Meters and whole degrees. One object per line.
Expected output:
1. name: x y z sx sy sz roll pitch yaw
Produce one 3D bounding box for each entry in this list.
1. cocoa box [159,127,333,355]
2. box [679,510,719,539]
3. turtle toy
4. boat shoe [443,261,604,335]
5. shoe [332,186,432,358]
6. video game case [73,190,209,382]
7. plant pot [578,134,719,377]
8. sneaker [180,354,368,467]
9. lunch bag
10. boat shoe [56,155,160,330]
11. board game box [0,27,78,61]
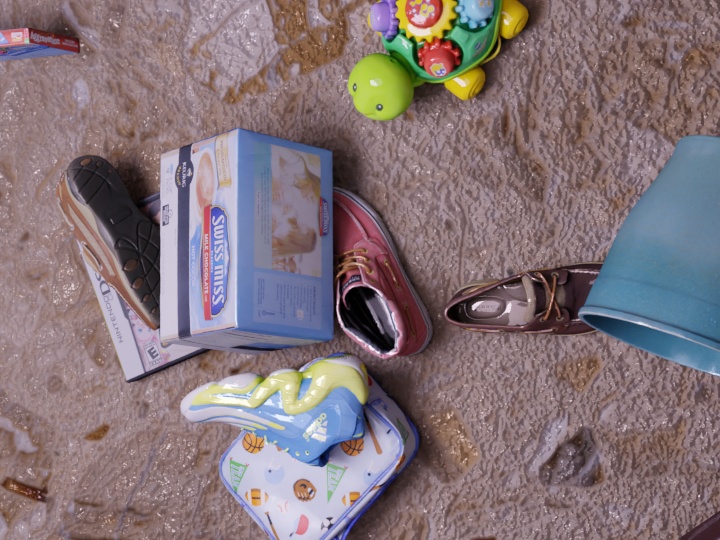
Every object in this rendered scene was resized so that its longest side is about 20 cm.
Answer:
1. cocoa box: -0.114 -0.026 1.475 0.131 0.133 0.202 -12 74 46
2. box: 0.383 0.284 1.303 0.164 0.200 0.167 -38 79 19
3. turtle toy: 0.064 -0.236 1.452 0.145 0.101 0.201 39 105 15
4. boat shoe: 0.178 0.032 1.437 0.198 0.072 0.073 -4 92 21
5. shoe: 0.000 0.000 1.494 0.071 0.091 0.201 -34 81 19
6. video game case: -0.205 0.005 1.608 0.199 0.025 0.182 -23 84 21
7. plant pot: 0.321 -0.014 1.325 0.198 0.200 0.190 18 85 19
8. sneaker: -0.084 0.152 1.462 0.198 0.076 0.106 -13 82 16
9. lunch bag: -0.043 0.199 1.531 0.160 0.075 0.200 45 106 11
10. boat shoe: -0.263 -0.028 1.583 0.074 0.075 0.201 -28 91 47
11. board game box: -0.429 -0.249 1.640 0.198 0.103 0.020 -2 92 21
